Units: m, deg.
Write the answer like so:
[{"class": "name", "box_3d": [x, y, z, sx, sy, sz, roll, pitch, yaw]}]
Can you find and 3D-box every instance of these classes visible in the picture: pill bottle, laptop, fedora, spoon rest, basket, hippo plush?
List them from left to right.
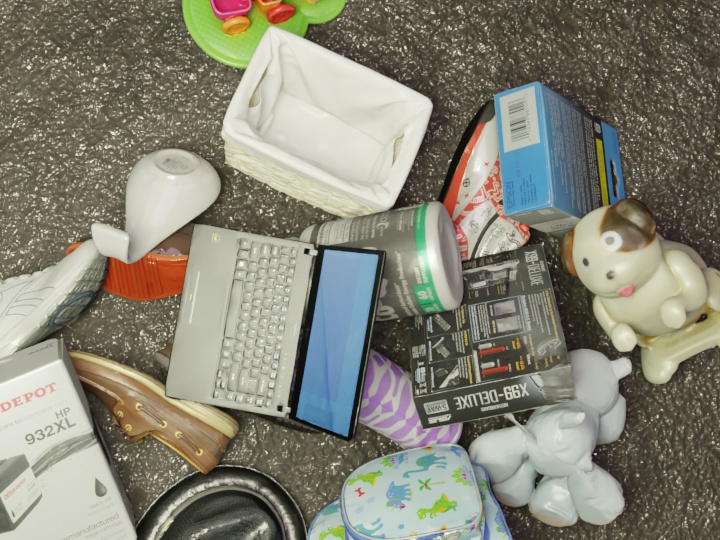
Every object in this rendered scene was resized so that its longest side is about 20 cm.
[{"class": "spoon rest", "box_3d": [-0.217, -0.068, 1.035, 0.099, 0.061, 0.200, 20, 36, 7]}, {"class": "fedora", "box_3d": [-0.143, 0.295, 0.995, 0.199, 0.092, 0.203, 2, 79, -10]}, {"class": "laptop", "box_3d": [-0.086, 0.054, 0.943, 0.198, 0.103, 0.179, 10, 88, 2]}, {"class": "basket", "box_3d": [-0.042, -0.150, 1.085, 0.199, 0.123, 0.136, 24, 75, -6]}, {"class": "pill bottle", "box_3d": [0.000, 0.000, 1.036, 0.198, 0.113, 0.114, -10, 80, 17]}, {"class": "hippo plush", "box_3d": [0.210, 0.161, 1.074, 0.201, 0.158, 0.161, 63, 40, -34]}]

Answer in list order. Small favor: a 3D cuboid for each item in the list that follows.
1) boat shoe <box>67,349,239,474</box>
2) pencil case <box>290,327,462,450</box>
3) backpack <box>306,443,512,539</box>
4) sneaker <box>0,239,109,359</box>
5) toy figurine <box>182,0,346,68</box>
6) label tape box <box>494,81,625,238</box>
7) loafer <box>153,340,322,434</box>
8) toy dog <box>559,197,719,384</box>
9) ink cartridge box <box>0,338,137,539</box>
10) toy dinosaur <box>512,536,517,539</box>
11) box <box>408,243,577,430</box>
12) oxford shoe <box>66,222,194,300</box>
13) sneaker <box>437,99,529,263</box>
[{"class": "boat shoe", "box_3d": [-0.225, 0.144, 1.020, 0.199, 0.072, 0.068, 28, 74, -7]}, {"class": "pencil case", "box_3d": [0.015, 0.134, 1.035, 0.199, 0.084, 0.086, 32, 101, -23]}, {"class": "backpack", "box_3d": [0.047, 0.272, 0.982, 0.198, 0.183, 0.148, -18, 112, 2]}, {"class": "sneaker", "box_3d": [-0.341, 0.035, 1.005, 0.200, 0.075, 0.087, -43, 80, -1]}, {"class": "toy figurine", "box_3d": [-0.093, -0.331, 1.078, 0.198, 0.184, 0.151, -16, 83, -14]}, {"class": "label tape box", "box_3d": [0.235, -0.116, 1.145, 0.199, 0.063, 0.146, 14, 68, -50]}, {"class": "loafer", "box_3d": [-0.122, 0.113, 1.052, 0.199, 0.073, 0.072, 23, 71, -16]}, {"class": "toy dog", "box_3d": [0.316, 0.002, 1.089, 0.199, 0.139, 0.195, 31, 52, -34]}, {"class": "ink cartridge box", "box_3d": [-0.320, 0.189, 0.954, 0.144, 0.084, 0.202, -22, 106, -13]}, {"class": "toy dinosaur", "box_3d": [0.149, 0.382, 1.044, 0.135, 0.086, 0.201, -25, 91, -22]}, {"class": "box", "box_3d": [0.130, 0.063, 1.028, 0.156, 0.050, 0.201, -13, 36, 9]}, {"class": "oxford shoe", "box_3d": [-0.214, -0.014, 1.067, 0.198, 0.072, 0.073, 7, 44, -2]}, {"class": "sneaker", "box_3d": [0.151, -0.086, 1.140, 0.107, 0.067, 0.203, 23, 79, -7]}]
